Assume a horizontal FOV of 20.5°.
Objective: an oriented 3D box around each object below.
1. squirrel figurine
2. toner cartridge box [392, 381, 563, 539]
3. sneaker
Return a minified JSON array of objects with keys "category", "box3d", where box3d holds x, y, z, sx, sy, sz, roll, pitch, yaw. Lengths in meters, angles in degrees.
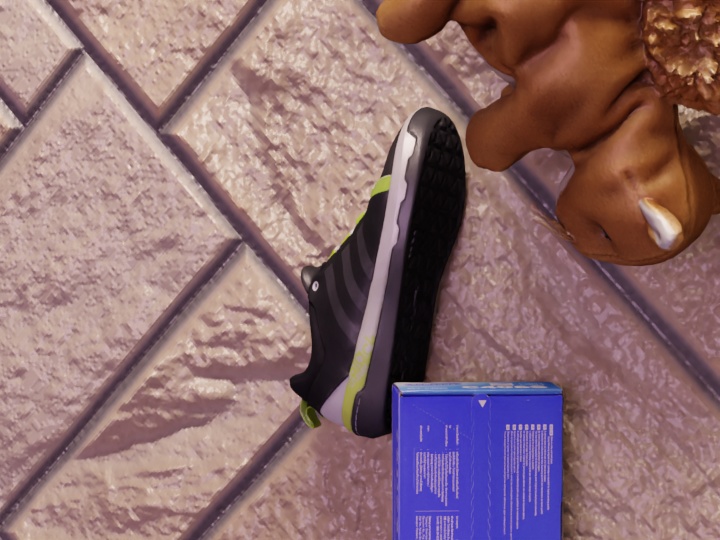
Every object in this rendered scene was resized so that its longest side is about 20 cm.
[{"category":"squirrel figurine","box3d":[0.144,-0.103,1.036,0.199,0.141,0.188,-30,86,28]},{"category":"toner cartridge box","box3d":[0.065,0.165,1.118,0.094,0.043,0.202,0,93,-5]},{"category":"sneaker","box3d":[0.000,0.000,1.148,0.082,0.072,0.202,18,101,26]}]
